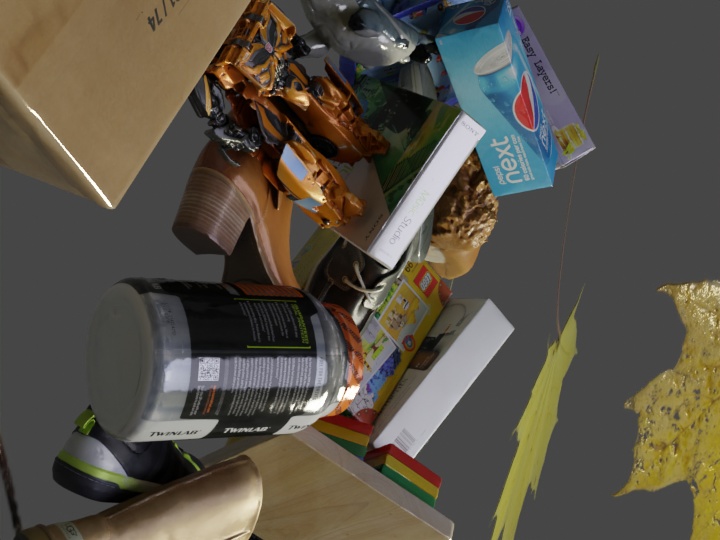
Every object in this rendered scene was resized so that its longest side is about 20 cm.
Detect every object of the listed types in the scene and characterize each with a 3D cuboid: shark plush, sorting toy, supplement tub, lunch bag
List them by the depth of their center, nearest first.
[{"bbox_3d":[-0.103,0.070,0.802,0.200,0.122,0.123,4,107,-38],"label":"supplement tub"},{"bbox_3d":[0.021,-0.236,0.937,0.199,0.091,0.084,5,78,-37],"label":"shark plush"},{"bbox_3d":[-0.041,0.202,0.979,0.200,0.199,0.070,-30,-149,44],"label":"sorting toy"},{"bbox_3d":[0.042,-0.223,1.066,0.200,0.094,0.151,-41,149,-35],"label":"lunch bag"}]

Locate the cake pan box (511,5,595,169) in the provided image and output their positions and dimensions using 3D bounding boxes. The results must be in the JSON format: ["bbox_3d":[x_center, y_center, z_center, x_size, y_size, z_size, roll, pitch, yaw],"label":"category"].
[{"bbox_3d":[0.180,-0.199,1.203,0.052,0.185,0.200,-28,-178,-9],"label":"cake pan box"}]

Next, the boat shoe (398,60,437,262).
[{"bbox_3d":[0.042,-0.110,1.023,0.074,0.065,0.203,-19,112,-74],"label":"boat shoe"}]

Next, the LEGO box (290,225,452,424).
[{"bbox_3d":[-0.013,0.048,1.060,0.149,0.077,0.200,48,53,-19],"label":"LEGO box"}]

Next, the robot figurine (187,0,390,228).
[{"bbox_3d":[-0.058,-0.134,0.823,0.200,0.058,0.145,47,50,-38],"label":"robot figurine"}]

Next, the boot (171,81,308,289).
[{"bbox_3d":[-0.081,-0.055,0.904,0.200,0.076,0.156,48,56,-45],"label":"boot"}]

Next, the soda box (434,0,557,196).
[{"bbox_3d":[0.143,-0.177,1.045,0.064,0.068,0.200,-72,144,-45],"label":"soda box"}]

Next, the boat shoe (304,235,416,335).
[{"bbox_3d":[0.000,0.000,0.952,0.200,0.072,0.068,-61,-168,0],"label":"boat shoe"}]

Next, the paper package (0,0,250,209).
[{"bbox_3d":[-0.163,-0.169,0.570,0.200,0.103,0.191,-61,156,-20],"label":"paper package"}]

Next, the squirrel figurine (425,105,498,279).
[{"bbox_3d":[0.107,-0.111,1.181,0.200,0.141,0.187,-25,-135,68],"label":"squirrel figurine"}]

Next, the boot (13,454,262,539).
[{"bbox_3d":[-0.183,0.247,0.824,0.200,0.066,0.176,-11,134,-43],"label":"boot"}]

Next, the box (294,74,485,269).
[{"bbox_3d":[0.013,-0.097,0.924,0.036,0.200,0.145,33,91,-33],"label":"box"}]

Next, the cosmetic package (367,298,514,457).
[{"bbox_3d":[0.053,0.116,1.091,0.200,0.052,0.151,-49,-163,-20],"label":"cosmetic package"}]

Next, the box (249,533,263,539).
[{"bbox_3d":[-0.097,0.294,1.139,0.200,0.104,0.148,-60,157,-24],"label":"box"}]

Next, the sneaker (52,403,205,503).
[{"bbox_3d":[-0.177,0.150,0.861,0.083,0.072,0.200,-70,159,-4],"label":"sneaker"}]
